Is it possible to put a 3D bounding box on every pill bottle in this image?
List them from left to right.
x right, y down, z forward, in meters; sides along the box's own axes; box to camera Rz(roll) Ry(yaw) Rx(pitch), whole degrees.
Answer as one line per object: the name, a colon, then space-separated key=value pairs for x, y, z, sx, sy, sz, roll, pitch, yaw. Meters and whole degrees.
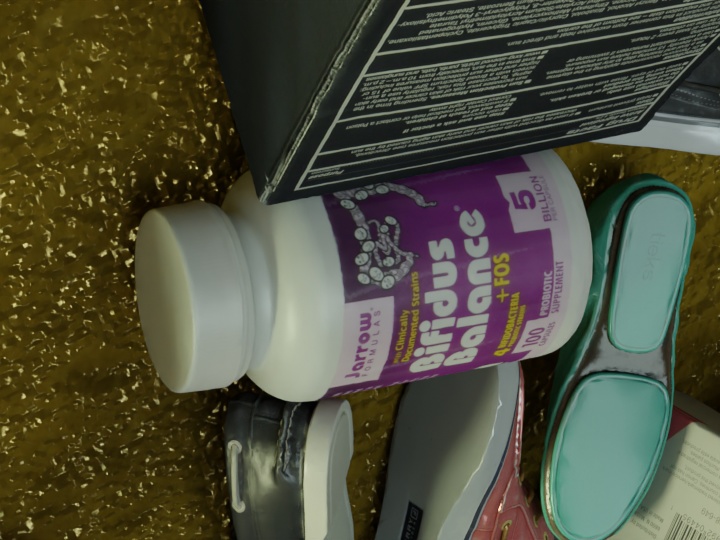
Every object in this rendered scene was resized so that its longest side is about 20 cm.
pill bottle: x=0.000 y=0.000 z=0.762 sx=0.198 sy=0.112 sz=0.113 roll=-10 pitch=118 yaw=-24

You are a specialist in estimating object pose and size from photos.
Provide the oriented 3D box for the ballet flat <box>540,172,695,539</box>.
ballet flat: x=0.136 y=0.046 z=0.878 sx=0.067 sy=0.070 sz=0.202 roll=10 pitch=98 yaw=-10

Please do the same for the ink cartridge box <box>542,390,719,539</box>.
ink cartridge box: x=0.168 y=0.180 z=0.908 sx=0.084 sy=0.145 sz=0.202 roll=17 pitch=100 yaw=-41

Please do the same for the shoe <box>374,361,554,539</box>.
shoe: x=0.066 y=0.123 z=0.889 sx=0.090 sy=0.071 sz=0.202 roll=0 pitch=113 yaw=-38

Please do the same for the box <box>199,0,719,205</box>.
box: x=0.053 y=-0.133 z=0.659 sx=0.198 sy=0.124 sz=0.199 roll=-12 pitch=163 yaw=-21

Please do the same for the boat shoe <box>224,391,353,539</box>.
boat shoe: x=-0.039 y=0.141 z=0.841 sx=0.060 sy=0.074 sz=0.201 roll=10 pitch=134 yaw=11

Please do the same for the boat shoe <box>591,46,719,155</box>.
boat shoe: x=0.158 y=-0.103 z=0.830 sx=0.198 sy=0.070 sz=0.067 roll=3 pitch=113 yaw=-21
